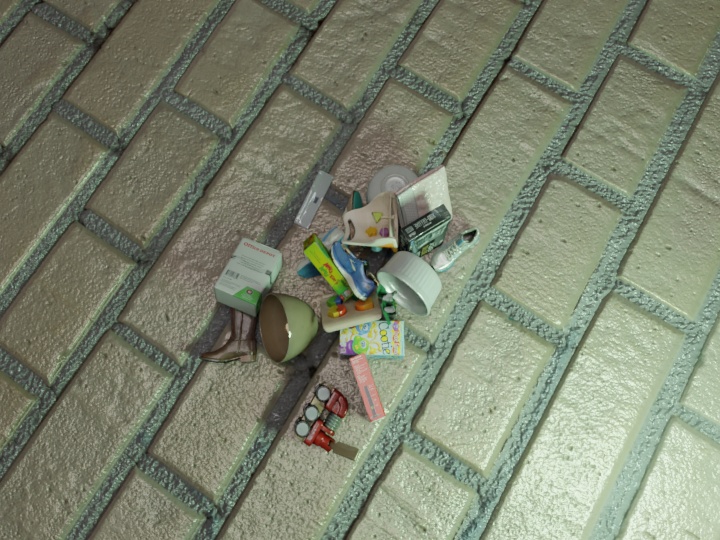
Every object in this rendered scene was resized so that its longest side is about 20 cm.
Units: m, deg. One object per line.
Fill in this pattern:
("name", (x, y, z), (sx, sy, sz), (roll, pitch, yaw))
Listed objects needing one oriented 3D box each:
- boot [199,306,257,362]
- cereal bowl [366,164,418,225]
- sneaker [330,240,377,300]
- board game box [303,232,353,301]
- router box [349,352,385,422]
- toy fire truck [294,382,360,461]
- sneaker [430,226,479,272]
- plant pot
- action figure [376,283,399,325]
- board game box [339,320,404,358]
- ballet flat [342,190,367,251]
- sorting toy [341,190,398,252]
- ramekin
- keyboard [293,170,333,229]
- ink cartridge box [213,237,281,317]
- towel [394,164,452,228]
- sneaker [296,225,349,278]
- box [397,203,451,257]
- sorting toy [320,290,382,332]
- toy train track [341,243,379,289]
("boot", (-0.408, 0.183, 1.715), (0.180, 0.064, 0.208), (1, 79, -12))
("cereal bowl", (0.112, -0.255, 1.797), (0.192, 0.084, 0.208), (-1, 75, 2))
("sneaker", (-0.016, -0.012, 1.653), (0.089, 0.078, 0.202), (-39, 73, 9))
("board game box", (-0.096, -0.011, 1.677), (0.047, 0.102, 0.201), (-36, 109, 7))
("router box", (0.023, 0.343, 1.593), (0.047, 0.200, 0.185), (-19, 76, -2))
("toy fire truck", (-0.080, 0.455, 1.619), (0.197, 0.129, 0.179), (34, 78, -3))
("sneaker", (0.301, -0.076, 1.746), (0.199, 0.087, 0.075), (-41, 80, -7))
("plant pot", (-0.207, 0.165, 1.667), (0.131, 0.199, 0.207), (-6, 72, -36))
("action figure", (0.089, 0.101, 1.651), (0.053, 0.200, 0.123), (-9, 85, 7))
("board game box", (0.035, 0.211, 1.674), (0.192, 0.105, 0.107), (1, 76, 1))
("ballet flat", (-0.026, -0.159, 1.790), (0.065, 0.068, 0.207), (-14, 72, 26))
("sorting toy", (0.028, -0.134, 1.704), (0.173, 0.108, 0.205), (-2, 51, 8))
("ramekin", (0.153, 0.035, 1.670), (0.198, 0.201, 0.098), (37, 72, 10))
("keyboard", (-0.156, -0.238, 1.840), (0.055, 0.011, 0.205), (25, 79, 2))
("ink cartridge box", (-0.346, 0.019, 1.713), (0.142, 0.085, 0.204), (21, 57, 6))
("towel", (0.202, -0.203, 1.725), (0.187, 0.204, 0.032), (-30, 43, -13))
("sneaker", (-0.128, -0.057, 1.768), (0.198, 0.077, 0.081), (-40, 53, -2))
("box", (0.192, -0.104, 1.692), (0.155, 0.201, 0.050), (-30, 71, -12))
("sorting toy", (-0.033, 0.104, 1.673), (0.179, 0.201, 0.038), (-14, 115, -1))
("toy train track", (0.000, 0.000, 1.717), (0.032, 0.115, 0.201), (-41, 84, -4))
